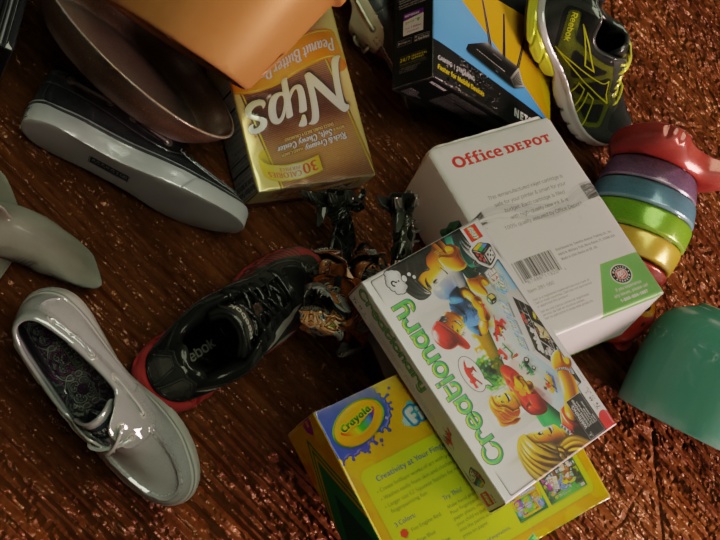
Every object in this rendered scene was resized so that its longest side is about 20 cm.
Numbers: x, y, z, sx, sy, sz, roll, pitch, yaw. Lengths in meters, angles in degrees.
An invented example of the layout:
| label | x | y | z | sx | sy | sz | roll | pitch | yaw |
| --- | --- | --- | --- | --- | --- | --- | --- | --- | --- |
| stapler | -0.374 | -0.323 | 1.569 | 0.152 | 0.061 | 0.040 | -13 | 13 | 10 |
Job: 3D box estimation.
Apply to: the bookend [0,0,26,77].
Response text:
| label | x | y | z | sx | sy | sz | roll | pitch | yaw |
| --- | --- | --- | --- | --- | --- | --- | --- | --- | --- |
| bookend | -0.351 | -0.274 | 0.966 | 0.199 | 0.092 | 0.199 | 18 | 70 | -20 |

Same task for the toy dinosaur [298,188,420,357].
| label | x | y | z | sx | sy | sz | roll | pitch | yaw |
| --- | --- | --- | --- | --- | --- | --- | --- | --- | --- |
| toy dinosaur | 0.000 | 0.000 | 1.050 | 0.102 | 0.200 | 0.136 | 1 | 98 | 5 |

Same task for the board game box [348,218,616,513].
| label | x | y | z | sx | sy | sz | roll | pitch | yaw |
| --- | --- | --- | --- | --- | --- | --- | --- | --- | --- |
| board game box | 0.095 | 0.070 | 0.970 | 0.126 | 0.035 | 0.200 | -29 | 81 | -30 |

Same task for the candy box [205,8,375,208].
| label | x | y | z | sx | sy | sz | roll | pitch | yaw |
| --- | --- | --- | --- | --- | --- | --- | --- | --- | --- |
| candy box | -0.070 | -0.163 | 1.095 | 0.115 | 0.055 | 0.201 | -11 | 81 | -26 |

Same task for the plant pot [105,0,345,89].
| label | x | y | z | sx | sy | sz | roll | pitch | yaw |
| --- | --- | --- | --- | --- | --- | --- | --- | --- | --- |
| plant pot | -0.110 | -0.237 | 0.974 | 0.200 | 0.200 | 0.140 | 32 | 91 | -16 |

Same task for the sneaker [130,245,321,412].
| label | x | y | z | sx | sy | sz | roll | pitch | yaw |
| --- | --- | --- | --- | --- | --- | --- | --- | --- | --- |
| sneaker | -0.093 | 0.040 | 1.007 | 0.200 | 0.098 | 0.071 | -38 | 93 | -31 |

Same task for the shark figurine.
| label | x | y | z | sx | sy | sz | roll | pitch | yaw |
| --- | --- | --- | --- | --- | --- | --- | --- | --- | --- |
| shark figurine | -0.307 | -0.022 | 0.926 | 0.214 | 0.089 | 0.129 | -19 | 84 | -31 |

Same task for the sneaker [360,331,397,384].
| label | x | y | z | sx | sy | sz | roll | pitch | yaw |
| --- | --- | --- | --- | --- | --- | --- | --- | --- | --- |
| sneaker | 0.075 | 0.135 | 1.073 | 0.084 | 0.073 | 0.201 | -20 | 85 | -18 |

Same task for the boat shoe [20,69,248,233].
| label | x | y | z | sx | sy | sz | roll | pitch | yaw |
| --- | --- | --- | --- | --- | --- | --- | --- | --- | --- |
| boat shoe | -0.176 | -0.100 | 1.023 | 0.199 | 0.072 | 0.068 | 27 | 67 | -11 |

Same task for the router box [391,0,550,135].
| label | x | y | z | sx | sy | sz | roll | pitch | yaw |
| --- | --- | --- | --- | --- | --- | --- | --- | --- | --- |
| router box | 0.107 | -0.208 | 1.154 | 0.200 | 0.051 | 0.150 | 20 | 66 | -49 |

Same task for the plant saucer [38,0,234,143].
| label | x | y | z | sx | sy | sz | roll | pitch | yaw |
| --- | --- | --- | --- | --- | --- | --- | --- | --- | --- |
| plant saucer | -0.185 | -0.170 | 0.993 | 0.032 | 0.200 | 0.200 | -42 | 99 | 14 |

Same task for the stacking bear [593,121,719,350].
| label | x | y | z | sx | sy | sz | roll | pitch | yaw |
| --- | --- | --- | --- | --- | --- | --- | --- | --- | --- |
| stacking bear | 0.264 | -0.025 | 1.196 | 0.121 | 0.114 | 0.201 | 28 | 76 | -33 |

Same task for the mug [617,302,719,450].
| label | x | y | z | sx | sy | sz | roll | pitch | yaw |
| --- | --- | --- | --- | --- | --- | --- | --- | --- | --- |
| mug | 0.332 | 0.099 | 1.166 | 0.152 | 0.185 | 0.115 | 25 | 93 | -1 |

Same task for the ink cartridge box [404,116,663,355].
| label | x | y | z | sx | sy | sz | roll | pitch | yaw |
| --- | --- | --- | --- | --- | --- | --- | --- | --- | --- |
| ink cartridge box | 0.149 | -0.024 | 1.105 | 0.146 | 0.084 | 0.200 | -17 | 67 | -30 |

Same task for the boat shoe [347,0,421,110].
| label | x | y | z | sx | sy | sz | roll | pitch | yaw |
| --- | --- | --- | --- | --- | --- | --- | --- | --- | --- |
| boat shoe | 0.015 | -0.240 | 1.156 | 0.062 | 0.071 | 0.201 | -20 | 96 | 10 |

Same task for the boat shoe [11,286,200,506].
| label | x | y | z | sx | sy | sz | roll | pitch | yaw |
| --- | --- | --- | --- | --- | --- | --- | --- | --- | --- |
| boat shoe | -0.192 | 0.104 | 0.935 | 0.072 | 0.069 | 0.200 | -25 | 104 | 12 |

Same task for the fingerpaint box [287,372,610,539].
| label | x | y | z | sx | sy | sz | roll | pitch | yaw |
| --- | --- | --- | --- | --- | --- | --- | --- | --- | --- |
| fingerpaint box | 0.070 | 0.156 | 0.986 | 0.200 | 0.073 | 0.167 | -23 | 78 | -28 |

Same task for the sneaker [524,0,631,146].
| label | x | y | z | sx | sy | sz | roll | pitch | yaw |
| --- | --- | --- | --- | --- | --- | --- | --- | --- | --- |
| sneaker | 0.229 | -0.192 | 1.201 | 0.200 | 0.084 | 0.075 | 45 | 48 | -43 |
